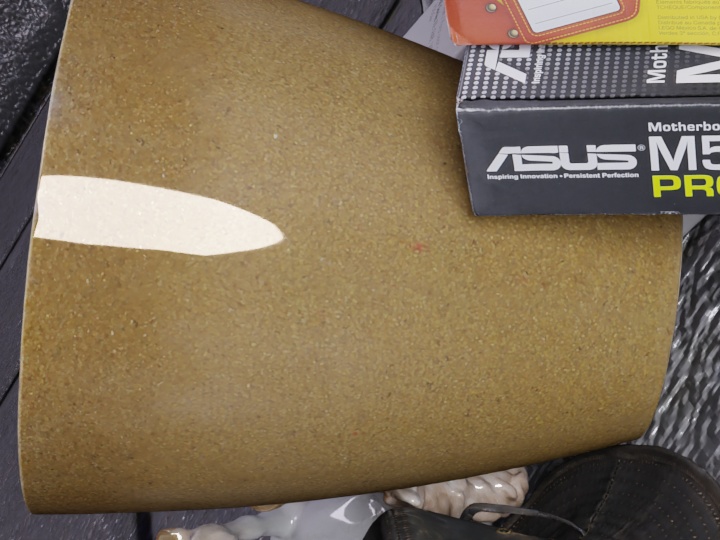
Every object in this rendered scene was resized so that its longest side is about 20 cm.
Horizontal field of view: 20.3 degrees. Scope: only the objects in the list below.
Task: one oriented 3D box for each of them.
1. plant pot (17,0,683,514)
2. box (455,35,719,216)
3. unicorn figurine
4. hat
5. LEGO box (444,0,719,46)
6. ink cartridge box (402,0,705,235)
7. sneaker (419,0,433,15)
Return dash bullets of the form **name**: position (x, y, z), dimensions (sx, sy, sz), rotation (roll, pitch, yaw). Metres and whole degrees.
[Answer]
- **plant pot**: position (0.000, 0.000, 0.669), dimensions (0.186, 0.198, 0.188), rotation (-172, 90, -88)
- **box**: position (0.121, -0.100, 0.626), dimensions (0.201, 0.159, 0.044), rotation (-76, -19, -44)
- **unicorn figurine**: position (-0.011, 0.098, 0.792), dimensions (0.199, 0.137, 0.075), rotation (0, 99, 48)
- **hat**: position (0.029, 0.122, 0.639), dimensions (0.201, 0.081, 0.201), rotation (-52, 17, 23)
- **LEGO box**: position (0.130, -0.138, 0.575), dimensions (0.150, 0.198, 0.078), rotation (-74, -21, -43)
- **ink cartridge box**: position (0.057, -0.040, 0.768), dimensions (0.200, 0.117, 0.068), rotation (-47, 19, 39)
- **sneaker**: position (0.011, -0.055, 0.996), dimensions (0.201, 0.082, 0.075), rotation (-57, 16, 11)
